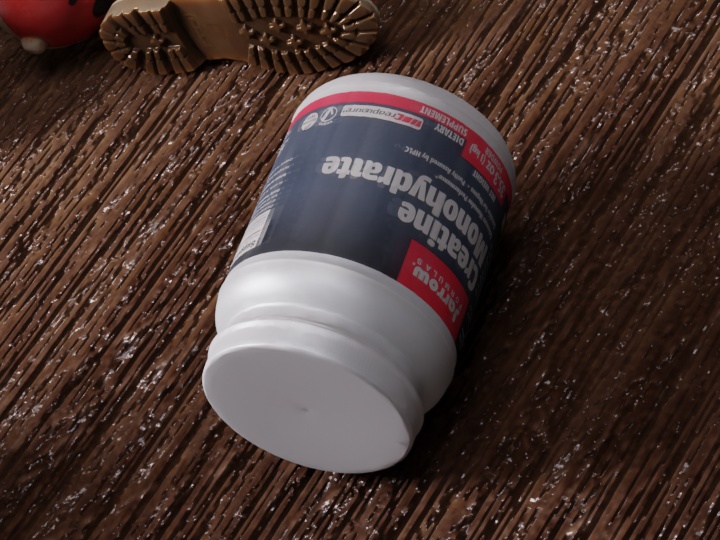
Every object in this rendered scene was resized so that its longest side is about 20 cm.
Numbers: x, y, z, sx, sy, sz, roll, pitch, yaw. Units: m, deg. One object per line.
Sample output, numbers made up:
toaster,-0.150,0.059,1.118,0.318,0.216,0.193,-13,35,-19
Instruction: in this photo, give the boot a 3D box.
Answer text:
boot,-0.070,-0.191,1.560,0.200,0.075,0.107,4,49,25

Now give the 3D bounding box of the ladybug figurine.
ladybug figurine,-0.196,-0.246,1.592,0.072,0.136,0.200,11,90,55

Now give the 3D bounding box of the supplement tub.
supplement tub,0.000,0.000,1.323,0.140,0.140,0.200,4,53,24
